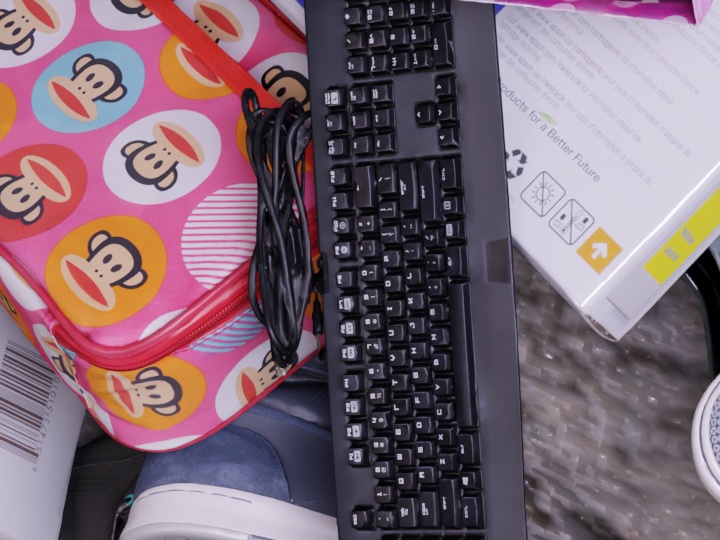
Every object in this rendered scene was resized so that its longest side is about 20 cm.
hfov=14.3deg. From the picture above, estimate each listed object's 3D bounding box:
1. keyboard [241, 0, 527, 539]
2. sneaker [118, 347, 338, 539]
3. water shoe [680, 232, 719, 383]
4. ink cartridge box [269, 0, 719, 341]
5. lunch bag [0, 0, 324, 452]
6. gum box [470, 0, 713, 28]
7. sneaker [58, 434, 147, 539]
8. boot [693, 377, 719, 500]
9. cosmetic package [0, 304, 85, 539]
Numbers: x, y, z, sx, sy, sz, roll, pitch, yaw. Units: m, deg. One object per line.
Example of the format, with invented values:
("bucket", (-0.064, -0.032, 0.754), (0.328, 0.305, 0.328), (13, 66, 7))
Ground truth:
("keyboard", (0.000, 0.000, 0.944), (0.104, 0.040, 0.201), (-5, 88, 37))
("sneaker", (0.019, 0.070, 1.086), (0.201, 0.147, 0.077), (19, 141, -11))
("water shoe", (0.156, 0.044, 0.963), (0.201, 0.079, 0.072), (57, 166, 19))
("ink cartridge box", (0.087, -0.114, 0.969), (0.200, 0.047, 0.198), (-44, 60, 2))
("lunch bag", (-0.069, -0.046, 1.071), (0.200, 0.176, 0.082), (43, 164, 35))
("gum box", (0.032, -0.149, 0.921), (0.199, 0.114, 0.066), (9, 140, 28))
("sneaker", (-0.066, 0.113, 1.157), (0.199, 0.079, 0.076), (11, 109, 36))
("boot", (0.198, 0.032, 0.869), (0.199, 0.090, 0.073), (-11, 76, 6))
("cosmetic package", (-0.214, 0.058, 1.228), (0.199, 0.081, 0.114), (-2, 67, 39))
